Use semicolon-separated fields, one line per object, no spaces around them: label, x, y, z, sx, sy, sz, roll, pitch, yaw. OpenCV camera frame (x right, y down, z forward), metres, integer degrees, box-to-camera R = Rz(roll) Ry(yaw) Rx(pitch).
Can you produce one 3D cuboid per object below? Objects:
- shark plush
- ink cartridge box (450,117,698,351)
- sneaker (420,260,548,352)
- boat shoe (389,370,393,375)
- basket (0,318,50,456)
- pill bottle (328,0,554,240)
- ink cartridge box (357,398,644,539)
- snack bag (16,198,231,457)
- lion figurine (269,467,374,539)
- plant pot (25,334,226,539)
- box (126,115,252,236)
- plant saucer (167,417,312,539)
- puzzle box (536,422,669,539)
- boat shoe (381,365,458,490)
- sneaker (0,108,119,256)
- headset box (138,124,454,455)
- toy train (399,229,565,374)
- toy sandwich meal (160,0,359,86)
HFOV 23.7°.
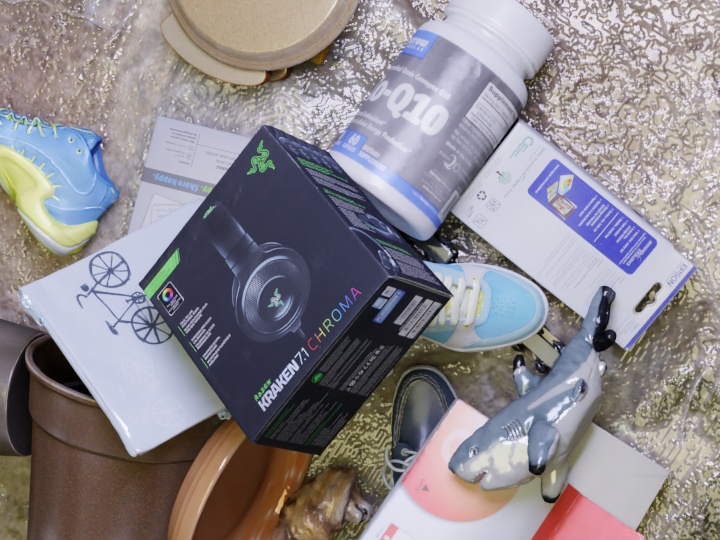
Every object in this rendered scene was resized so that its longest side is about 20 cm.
shark plush;0.153;0.096;1.420;0.083;0.091;0.201;26;87;25
ink cartridge box;0.182;-0.031;1.473;0.200;0.039;0.100;39;102;-4
sneaker;0.059;0.027;1.418;0.198;0.131;0.080;6;90;3
boat shoe;0.000;0.000;1.520;0.069;0.071;0.202;-5;91;-11
basket;-0.383;0.099;1.563;0.198;0.136;0.182;9;124;16
pill bottle;0.069;-0.137;1.446;0.113;0.114;0.201;35;85;8
ink cartridge box;0.116;0.231;1.446;0.199;0.050;0.163;34;81;13
snack bag;-0.159;0.049;1.443;0.189;0.199;0.021;51;148;17
lion figurine;-0.067;0.269;1.545;0.072;0.123;0.200;35;117;-2
plant pot;-0.209;0.178;1.524;0.199;0.200;0.200;14;106;11
box;-0.132;-0.023;1.542;0.155;0.041;0.202;15;90;11
plant saucer;-0.106;0.192;1.491;0.037;0.200;0.201;26;100;20
puzzle box;0.160;0.223;1.485;0.133;0.025;0.201;33;81;8
boat shoe;0.057;0.187;1.519;0.074;0.062;0.202;2;96;11
sneaker;-0.298;-0.115;1.577;0.105;0.076;0.200;-39;93;1
headset box;-0.057;0.011;1.350;0.174;0.093;0.200;-50;55;16
toy train;0.111;0.024;1.502;0.200;0.046;0.034;43;94;7
toy sandwich meal;-0.082;-0.260;1.513;0.203;0.070;0.207;0;90;12
